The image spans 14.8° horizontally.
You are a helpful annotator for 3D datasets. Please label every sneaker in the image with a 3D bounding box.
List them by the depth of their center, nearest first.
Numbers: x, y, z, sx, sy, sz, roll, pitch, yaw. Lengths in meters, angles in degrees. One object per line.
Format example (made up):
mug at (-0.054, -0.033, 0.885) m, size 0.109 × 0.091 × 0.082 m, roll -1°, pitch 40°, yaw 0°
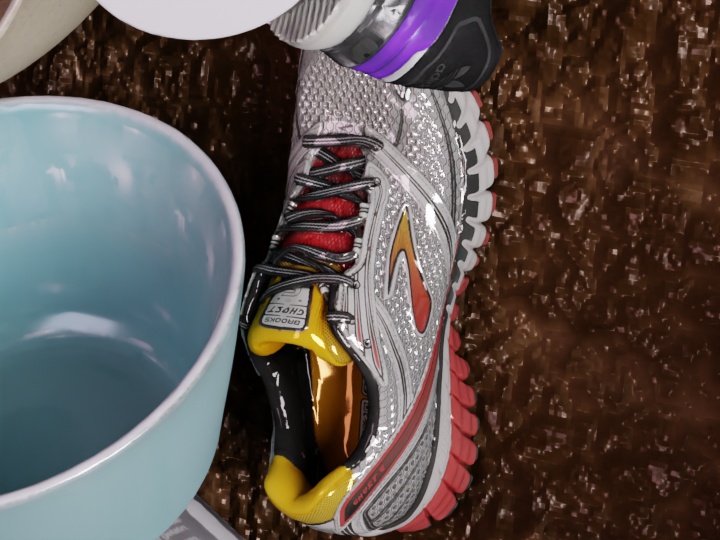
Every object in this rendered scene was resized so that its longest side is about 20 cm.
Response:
sneaker at (0.021, -0.145, 0.995) m, size 0.069 × 0.099 × 0.201 m, roll -33°, pitch 43°, yaw 45°
sneaker at (0.000, 0.000, 1.018) m, size 0.078 × 0.082 × 0.201 m, roll 0°, pitch 93°, yaw 39°

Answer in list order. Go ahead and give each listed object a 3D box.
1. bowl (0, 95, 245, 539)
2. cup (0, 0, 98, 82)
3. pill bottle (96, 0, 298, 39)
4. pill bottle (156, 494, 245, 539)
bowl at (-0.129, 0.042, 1.024) m, size 0.200 × 0.201 × 0.105 m, roll 27°, pitch 148°, yaw 34°
cup at (-0.161, -0.156, 1.087) m, size 0.199 × 0.143 × 0.202 m, roll 2°, pitch 95°, yaw 29°
pill bottle at (-0.059, -0.174, 0.928) m, size 0.111 × 0.111 × 0.201 m, roll -45°, pitch 36°, yaw 33°
pill bottle at (-0.095, 0.135, 1.089) m, size 0.200 × 0.113 × 0.114 m, roll 40°, pitch 117°, yaw 30°
